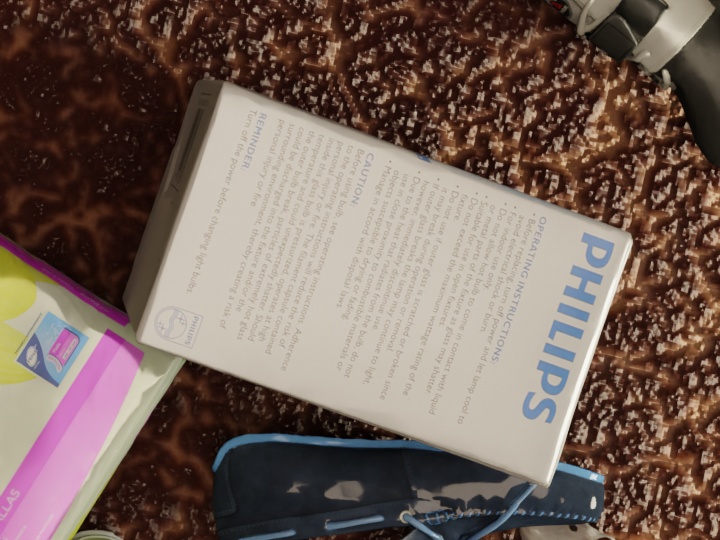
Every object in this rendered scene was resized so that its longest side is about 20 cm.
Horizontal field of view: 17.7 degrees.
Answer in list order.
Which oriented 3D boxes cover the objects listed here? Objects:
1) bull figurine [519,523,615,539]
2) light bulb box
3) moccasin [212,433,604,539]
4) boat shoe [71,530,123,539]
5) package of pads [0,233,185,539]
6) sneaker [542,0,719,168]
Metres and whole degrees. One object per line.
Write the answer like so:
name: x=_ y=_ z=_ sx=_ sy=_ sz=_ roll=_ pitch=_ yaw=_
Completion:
bull figurine: x=0.098 y=0.228 z=1.189 sx=0.121 sy=0.065 sz=0.201 roll=-17 pitch=91 yaw=-12
light bulb box: x=0.000 y=0.000 z=1.104 sx=0.199 sy=0.198 sz=0.126 roll=19 pitch=92 yaw=-9
moccasin: x=0.024 y=0.124 z=1.177 sx=0.199 sy=0.080 sz=0.069 roll=2 pitch=78 yaw=8
boat shoe: x=-0.117 y=0.232 z=1.169 sx=0.072 sy=0.062 sz=0.201 roll=-19 pitch=95 yaw=-6
package of pads: x=-0.203 y=0.084 z=1.136 sx=0.154 sy=0.068 sz=0.201 roll=32 pitch=89 yaw=2
sneaker: x=0.135 y=-0.137 z=1.181 sx=0.088 sy=0.074 sz=0.201 roll=-22 pitch=86 yaw=-6
